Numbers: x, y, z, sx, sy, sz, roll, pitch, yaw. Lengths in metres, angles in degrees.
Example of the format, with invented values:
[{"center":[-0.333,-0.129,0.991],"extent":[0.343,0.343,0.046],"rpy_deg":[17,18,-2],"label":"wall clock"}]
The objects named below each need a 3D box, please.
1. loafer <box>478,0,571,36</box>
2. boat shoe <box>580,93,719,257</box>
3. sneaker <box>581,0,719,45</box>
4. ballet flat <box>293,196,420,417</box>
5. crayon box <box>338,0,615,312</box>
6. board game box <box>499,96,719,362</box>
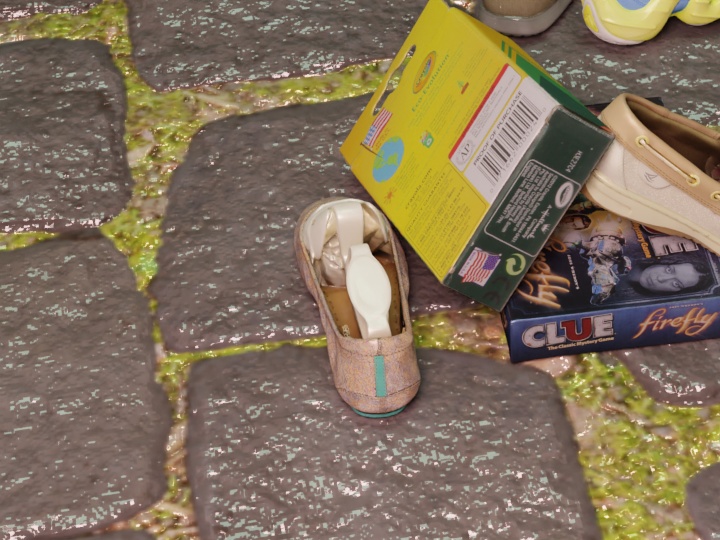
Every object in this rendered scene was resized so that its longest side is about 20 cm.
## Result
[{"center":[0.144,-0.247,1.586],"extent":[0.075,0.070,0.200],"rpy_deg":[12,44,19],"label":"loafer"},{"center":[0.224,-0.050,1.306],"extent":[0.199,0.067,0.074],"rpy_deg":[16,37,-17],"label":"boat shoe"},{"center":[0.246,-0.230,1.530],"extent":[0.199,0.105,0.076],"rpy_deg":[-24,44,-21],"label":"sneaker"},{"center":[0.000,0.000,1.316],"extent":[0.068,0.068,0.200],"rpy_deg":[-12,41,-7],"label":"ballet flat"},{"center":[0.065,-0.078,1.340],"extent":[0.051,0.127,0.200],"rpy_deg":[25,16,-30],"label":"crayon box"},{"center":[0.143,-0.030,1.362],"extent":[0.135,0.035,0.201],"rpy_deg":[-7,41,-3],"label":"board game box"}]
